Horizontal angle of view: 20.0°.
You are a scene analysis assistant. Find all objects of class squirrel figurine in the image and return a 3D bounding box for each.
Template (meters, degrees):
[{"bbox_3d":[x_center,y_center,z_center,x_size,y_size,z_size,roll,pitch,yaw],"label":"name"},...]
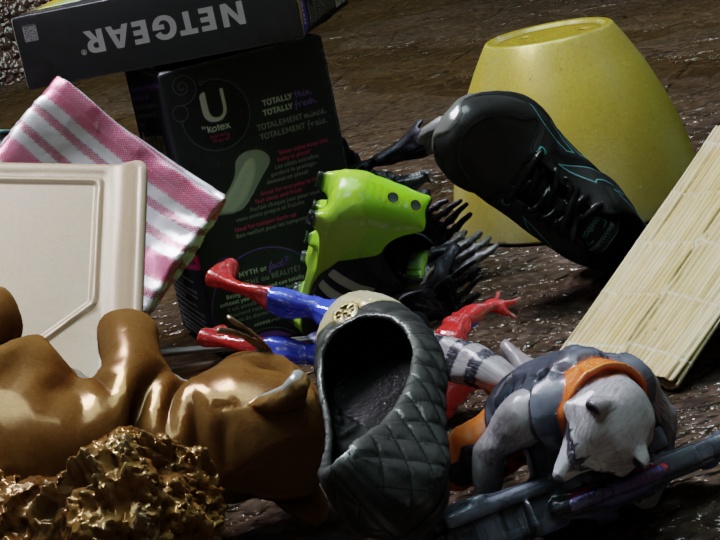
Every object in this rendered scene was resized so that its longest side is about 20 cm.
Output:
[{"bbox_3d":[-0.108,0.103,1.018,0.185,0.142,0.200,0,29,4],"label":"squirrel figurine"}]

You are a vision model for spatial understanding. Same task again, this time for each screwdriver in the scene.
[{"bbox_3d":[-0.048,0.048,1.287,0.199,0.029,0.028,-8,43,-20],"label":"screwdriver"}]

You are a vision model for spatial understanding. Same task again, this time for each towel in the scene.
[{"bbox_3d":[-0.196,-0.011,1.310,0.200,0.146,0.030,-55,2,-22],"label":"towel"}]

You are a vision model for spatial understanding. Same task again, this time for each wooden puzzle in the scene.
[{"bbox_3d":[-0.230,0.012,1.243,0.198,0.037,0.186,-2,54,-1],"label":"wooden puzzle"}]

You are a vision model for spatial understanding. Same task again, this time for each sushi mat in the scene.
[{"bbox_3d":[0.201,-0.013,1.203,0.095,0.012,0.200,8,54,50],"label":"sushi mat"}]

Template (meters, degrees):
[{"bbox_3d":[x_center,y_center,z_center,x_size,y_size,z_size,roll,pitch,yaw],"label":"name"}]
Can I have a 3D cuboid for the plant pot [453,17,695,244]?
[{"bbox_3d":[0.159,-0.117,1.589,0.199,0.143,0.200,-11,14,3],"label":"plant pot"}]

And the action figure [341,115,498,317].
[{"bbox_3d":[0.043,-0.039,1.448,0.101,0.119,0.200,-23,24,-3],"label":"action figure"}]

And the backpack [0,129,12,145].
[{"bbox_3d":[-0.296,0.014,1.369,0.199,0.177,0.153,-17,-8,-33],"label":"backpack"}]

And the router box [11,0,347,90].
[{"bbox_3d":[-0.121,-0.180,1.411,0.199,0.053,0.157,-9,14,12],"label":"router box"}]

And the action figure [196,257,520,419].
[{"bbox_3d":[0.014,0.039,1.209,0.199,0.066,0.099,16,16,26],"label":"action figure"}]

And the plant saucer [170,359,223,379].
[{"bbox_3d":[-0.115,0.093,1.207,0.199,0.035,0.200,-12,13,3],"label":"plant saucer"}]

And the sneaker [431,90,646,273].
[{"bbox_3d":[0.130,-0.055,1.348,0.199,0.076,0.079,28,11,-38],"label":"sneaker"}]

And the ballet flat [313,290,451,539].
[{"bbox_3d":[0.006,0.056,0.962,0.066,0.057,0.200,-35,25,10],"label":"ballet flat"}]

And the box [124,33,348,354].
[{"bbox_3d":[-0.078,-0.058,1.428,0.121,0.201,0.106,-15,14,-17],"label":"box"}]

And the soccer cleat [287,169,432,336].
[{"bbox_3d":[0.000,0.000,1.309,0.080,0.068,0.200,13,-25,-1],"label":"soccer cleat"}]

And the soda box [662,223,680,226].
[{"bbox_3d":[0.281,-0.007,1.211,0.199,0.064,0.068,3,20,44],"label":"soda box"}]

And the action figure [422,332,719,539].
[{"bbox_3d":[0.065,0.079,0.976,0.199,0.105,0.193,-18,6,-29],"label":"action figure"}]
